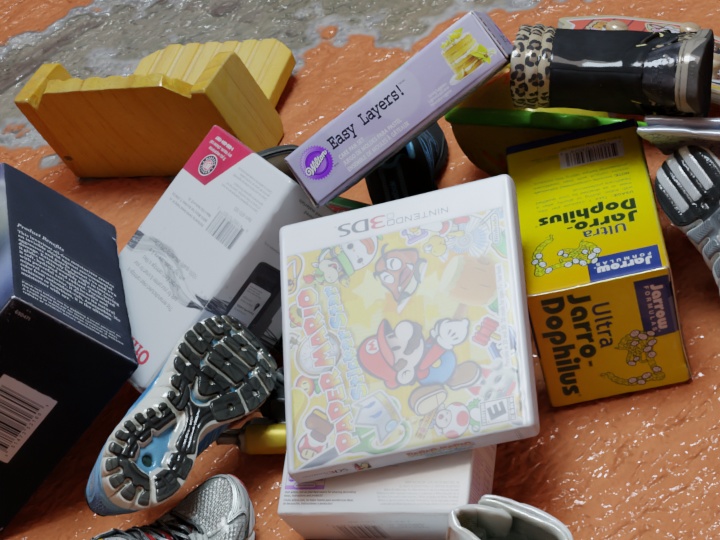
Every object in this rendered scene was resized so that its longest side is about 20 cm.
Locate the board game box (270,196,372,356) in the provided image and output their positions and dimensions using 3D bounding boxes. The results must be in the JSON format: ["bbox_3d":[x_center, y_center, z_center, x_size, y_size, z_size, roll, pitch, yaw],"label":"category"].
[{"bbox_3d":[0.015,0.020,1.636,0.199,0.029,0.135,16,74,42],"label":"board game box"}]

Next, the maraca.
[{"bbox_3d":[0.152,-0.123,1.748,0.136,0.108,0.199,-1,5,-29],"label":"maraca"}]

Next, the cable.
[{"bbox_3d":[-0.006,0.117,1.599,0.198,0.051,0.097,8,25,15],"label":"cable"}]

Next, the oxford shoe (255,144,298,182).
[{"bbox_3d":[-0.104,-0.034,1.814,0.084,0.073,0.200,32,60,29],"label":"oxford shoe"}]

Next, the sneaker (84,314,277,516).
[{"bbox_3d":[-0.141,0.108,1.556,0.200,0.079,0.090,-45,6,-41],"label":"sneaker"}]

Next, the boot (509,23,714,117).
[{"bbox_3d":[0.196,-0.152,1.625,0.149,0.074,0.200,4,8,10],"label":"boot"}]

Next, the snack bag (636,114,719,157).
[{"bbox_3d":[0.321,-0.096,1.619,0.187,0.022,0.200,3,-2,19],"label":"snack bag"}]

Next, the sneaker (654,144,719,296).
[{"bbox_3d":[0.305,-0.004,1.573,0.075,0.115,0.201,-37,65,23],"label":"sneaker"}]

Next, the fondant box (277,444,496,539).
[{"bbox_3d":[0.027,0.091,1.518,0.143,0.058,0.202,-2,65,22],"label":"fondant box"}]

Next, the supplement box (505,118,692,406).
[{"bbox_3d":[0.178,-0.009,1.601,0.108,0.110,0.201,-12,35,8],"label":"supplement box"}]

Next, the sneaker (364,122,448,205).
[{"bbox_3d":[0.036,-0.110,1.828,0.073,0.082,0.201,-18,34,6],"label":"sneaker"}]

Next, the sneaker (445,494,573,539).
[{"bbox_3d":[0.065,0.189,1.386,0.198,0.116,0.074,5,43,32],"label":"sneaker"}]

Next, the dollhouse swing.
[{"bbox_3d":[-0.179,-0.188,1.968,0.198,0.182,0.177,0,59,25],"label":"dollhouse swing"}]

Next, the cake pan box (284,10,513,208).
[{"bbox_3d":[0.037,-0.129,1.642,0.184,0.052,0.200,-36,1,10],"label":"cake pan box"}]

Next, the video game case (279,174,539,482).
[{"bbox_3d":[0.031,0.040,1.495,0.180,0.023,0.202,-13,60,17],"label":"video game case"}]

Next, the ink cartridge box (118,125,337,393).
[{"bbox_3d":[-0.118,0.005,1.674,0.201,0.083,0.145,-54,38,1],"label":"ink cartridge box"}]

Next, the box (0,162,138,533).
[{"bbox_3d":[-0.284,0.061,1.639,0.200,0.123,0.199,-49,29,19],"label":"box"}]

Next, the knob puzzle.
[{"bbox_3d":[0.265,-0.196,1.812,0.217,0.031,0.220,9,22,-4],"label":"knob puzzle"}]

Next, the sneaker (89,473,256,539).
[{"bbox_3d":[-0.147,0.211,1.481,0.077,0.083,0.200,12,44,38],"label":"sneaker"}]
